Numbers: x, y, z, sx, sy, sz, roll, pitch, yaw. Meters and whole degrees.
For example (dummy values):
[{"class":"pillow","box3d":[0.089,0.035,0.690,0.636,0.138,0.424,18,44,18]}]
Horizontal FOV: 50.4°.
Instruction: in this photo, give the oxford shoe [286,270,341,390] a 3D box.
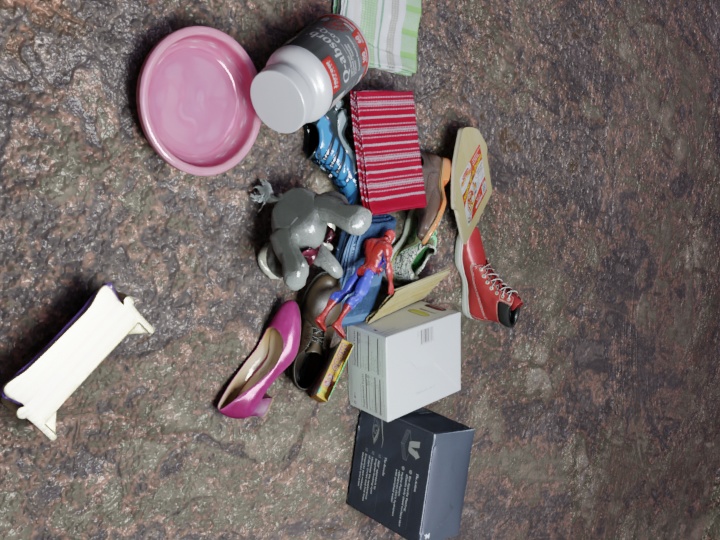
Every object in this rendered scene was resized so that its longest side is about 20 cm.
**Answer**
[{"class":"oxford shoe","box3d":[-0.068,0.102,1.257,0.071,0.084,0.205,11,99,-13]}]

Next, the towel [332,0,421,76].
[{"class":"towel","box3d":[0.032,-0.423,1.310,0.197,0.030,0.154,-2,100,-43]}]

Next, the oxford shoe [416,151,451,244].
[{"class":"oxford shoe","box3d":[0.114,-0.133,1.385,0.071,0.072,0.203,21,49,-10]}]

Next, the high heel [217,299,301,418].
[{"class":"high heel","box3d":[-0.161,0.139,1.219,0.095,0.067,0.204,17,99,-52]}]

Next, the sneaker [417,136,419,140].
[{"class":"sneaker","box3d":[0.050,-0.156,1.335,0.077,0.080,0.205,23,83,-58]}]

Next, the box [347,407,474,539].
[{"class":"box","box3d":[0.089,0.361,1.402,0.116,0.198,0.202,4,96,-42]}]

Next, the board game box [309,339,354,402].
[{"class":"board game box","box3d":[-0.048,0.168,1.258,0.029,0.200,0.097,26,78,-4]}]

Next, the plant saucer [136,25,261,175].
[{"class":"plant saucer","box3d":[-0.232,-0.240,1.089,0.197,0.050,0.206,-11,106,-41]}]

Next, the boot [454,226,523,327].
[{"class":"boot","box3d":[0.264,0.011,1.533,0.071,0.143,0.205,-23,112,-34]}]

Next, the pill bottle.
[{"class":"pill bottle","box3d":[-0.074,-0.294,1.146,0.201,0.113,0.118,-53,131,-43]}]

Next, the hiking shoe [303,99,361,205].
[{"class":"hiking shoe","box3d":[-0.052,-0.186,1.260,0.086,0.074,0.204,-28,107,-27]}]

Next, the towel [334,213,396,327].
[{"class":"towel","box3d":[0.000,0.000,1.316,0.110,0.048,0.205,-7,119,-43]}]

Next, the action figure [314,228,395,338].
[{"class":"action figure","box3d":[0.012,0.028,1.238,0.202,0.064,0.100,-58,140,-21]}]

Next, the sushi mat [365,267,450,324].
[{"class":"sushi mat","box3d":[0.090,0.044,1.400,0.012,0.096,0.198,53,36,14]}]

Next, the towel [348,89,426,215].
[{"class":"towel","box3d":[0.049,-0.198,1.275,0.142,0.022,0.206,-9,93,-39]}]

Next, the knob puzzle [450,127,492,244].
[{"class":"knob puzzle","box3d":[0.203,-0.186,1.483,0.218,0.030,0.226,-20,113,-60]}]

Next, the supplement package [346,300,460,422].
[{"class":"supplement package","box3d":[0.083,0.161,1.416,0.197,0.109,0.160,-14,108,-41]}]

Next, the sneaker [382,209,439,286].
[{"class":"sneaker","box3d":[0.120,-0.052,1.423,0.077,0.087,0.203,42,70,-38]}]

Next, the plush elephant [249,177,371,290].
[{"class":"plush elephant","box3d":[-0.082,-0.047,1.206,0.165,0.199,0.156,-46,149,-9]}]

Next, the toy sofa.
[{"class":"toy sofa","box3d":[-0.377,0.109,1.001,0.201,0.082,0.098,-51,123,-23]}]
